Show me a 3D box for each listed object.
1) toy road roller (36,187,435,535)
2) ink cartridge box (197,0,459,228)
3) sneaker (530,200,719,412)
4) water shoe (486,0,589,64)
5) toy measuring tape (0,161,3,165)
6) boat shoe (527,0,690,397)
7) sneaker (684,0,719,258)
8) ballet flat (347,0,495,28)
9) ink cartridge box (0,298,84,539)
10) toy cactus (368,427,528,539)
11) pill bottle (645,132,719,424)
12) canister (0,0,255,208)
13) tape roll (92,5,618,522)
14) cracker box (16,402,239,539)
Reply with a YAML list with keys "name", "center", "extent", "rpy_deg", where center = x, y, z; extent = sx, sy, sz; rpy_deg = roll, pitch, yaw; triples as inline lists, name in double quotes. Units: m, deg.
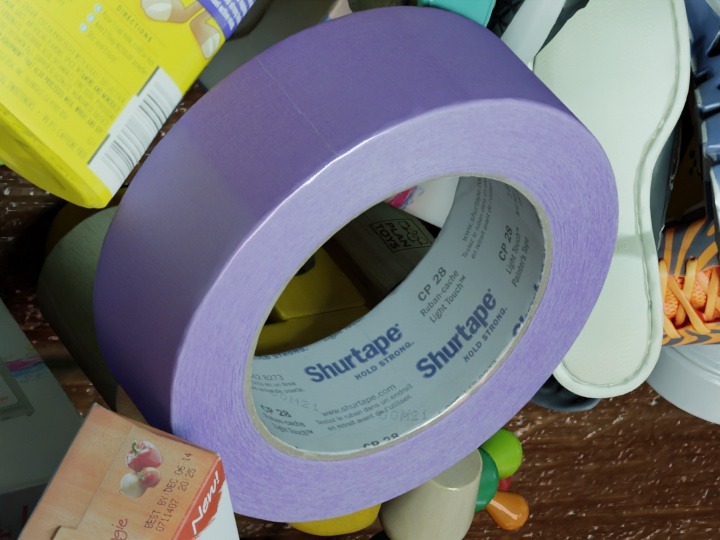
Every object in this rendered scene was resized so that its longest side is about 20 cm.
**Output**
- name: "toy road roller"
  center: [-0.042, 0.045, 1.289]
  extent: [0.199, 0.123, 0.147]
  rpy_deg: [-8, 130, -32]
- name: "ink cartridge box"
  center: [0.033, -0.089, 1.270]
  extent: [0.200, 0.067, 0.116]
  rpy_deg: [24, 108, -46]
- name: "sneaker"
  center: [0.134, 0.021, 1.336]
  extent: [0.199, 0.112, 0.078]
  rpy_deg: [-10, 109, 23]
- name: "water shoe"
  center: [0.107, -0.157, 1.160]
  extent: [0.079, 0.072, 0.201]
  rpy_deg: [14, 116, -30]
- name: "toy measuring tape"
  center: [-0.167, -0.083, 1.120]
  extent: [0.200, 0.074, 0.074]
  rpy_deg: [17, 114, -47]
- name: "boat shoe"
  center: [0.099, -0.051, 1.249]
  extent: [0.074, 0.066, 0.201]
  rpy_deg: [-6, 102, -4]
- name: "sneaker"
  center: [0.192, -0.102, 1.265]
  extent: [0.114, 0.200, 0.081]
  rpy_deg: [-8, 157, 2]
- name: "ballet flat"
  center: [0.042, -0.179, 1.128]
  extent: [0.067, 0.064, 0.201]
  rpy_deg: [8, 108, -40]
- name: "ink cartridge box"
  center: [-0.155, 0.092, 1.188]
  extent: [0.067, 0.200, 0.117]
  rpy_deg: [-13, 133, -27]
- name: "toy cactus"
  center: [0.018, 0.121, 1.408]
  extent: [0.200, 0.102, 0.165]
  rpy_deg: [-31, 161, -30]
- name: "pill bottle"
  center: [0.203, -0.028, 1.418]
  extent: [0.111, 0.111, 0.201]
  rpy_deg: [-3, 127, -35]
- name: "canister"
  center: [-0.088, -0.141, 1.070]
  extent: [0.200, 0.086, 0.149]
  rpy_deg: [-55, 131, -11]
- name: "tape roll"
  center: [0.000, 0.000, 1.130]
  extent: [0.199, 0.066, 0.201]
  rpy_deg: [-23, 140, -21]
- name: "cracker box"
  center: [-0.095, 0.158, 1.125]
  extent: [0.200, 0.057, 0.134]
  rpy_deg: [82, 33, -60]
